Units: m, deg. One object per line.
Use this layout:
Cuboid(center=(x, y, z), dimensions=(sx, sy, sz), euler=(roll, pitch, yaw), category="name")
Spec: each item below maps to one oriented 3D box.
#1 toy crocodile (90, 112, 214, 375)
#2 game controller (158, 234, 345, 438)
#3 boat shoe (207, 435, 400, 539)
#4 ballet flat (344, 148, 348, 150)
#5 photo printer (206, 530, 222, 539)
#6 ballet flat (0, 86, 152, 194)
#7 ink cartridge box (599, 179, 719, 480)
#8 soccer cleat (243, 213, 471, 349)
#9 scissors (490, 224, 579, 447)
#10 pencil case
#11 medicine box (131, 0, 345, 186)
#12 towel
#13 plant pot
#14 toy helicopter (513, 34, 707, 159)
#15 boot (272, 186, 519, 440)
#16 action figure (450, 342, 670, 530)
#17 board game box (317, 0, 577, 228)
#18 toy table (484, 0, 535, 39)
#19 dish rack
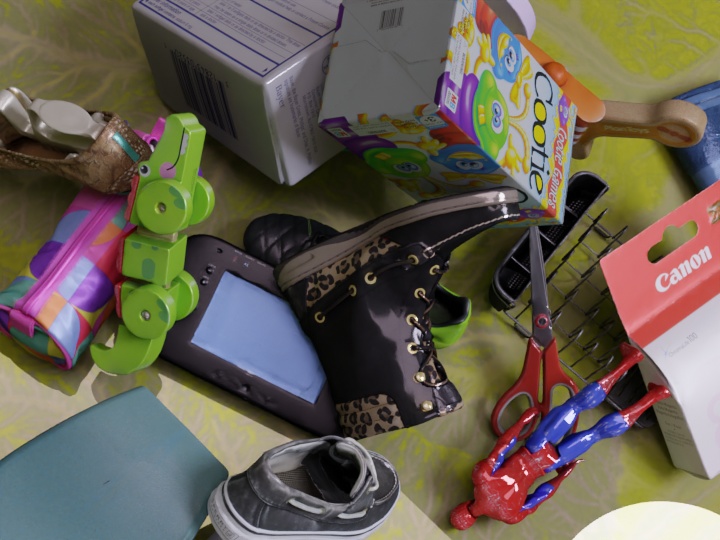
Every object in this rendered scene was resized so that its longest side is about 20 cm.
Cuboid(center=(-0.150, -0.017, 0.796), dimensions=(0.061, 0.068, 0.202), euler=(15, 107, 7), category="toy crocodile")
Cuboid(center=(-0.071, 0.053, 0.864), dimensions=(0.199, 0.042, 0.105), euler=(27, 92, -3), category="game controller")
Cuboid(center=(-0.019, 0.155, 0.778), dimensions=(0.199, 0.071, 0.072), euler=(1, 53, -58), category="boat shoe")
Cuboid(center=(0.038, -0.165, 0.981), dimensions=(0.199, 0.067, 0.067), euler=(-25, 56, -24), category="ballet flat")
Cuboid(center=(-0.048, 0.273, 0.752), dimensions=(0.198, 0.070, 0.167), euler=(16, 50, 7), category="photo printer")
Cuboid(center=(-0.244, -0.110, 0.833), dimensions=(0.198, 0.065, 0.071), euler=(12, 58, 26), category="ballet flat")
Cuboid(center=(0.301, 0.047, 0.919), dimensions=(0.162, 0.057, 0.201), euler=(-31, 111, -24), category="ink cartridge box")
Cuboid(center=(0.000, 0.000, 0.890), dimensions=(0.199, 0.081, 0.068), euler=(26, 65, -3), category="soccer cleat")
Cuboid(center=(0.155, 0.053, 0.895), dimensions=(0.072, 0.014, 0.202), euler=(8, 97, -2), category="scissors")
Cuboid(center=(-0.202, -0.023, 0.849), dimensions=(0.088, 0.088, 0.201), euler=(30, 66, -1), category="pencil case")
Cuboid(center=(-0.050, -0.193, 0.900), dimensions=(0.199, 0.103, 0.182), euler=(-36, 50, -23), category="medicine box")
Cuboid(center=(0.370, -0.086, 1.033), dimensions=(0.111, 0.049, 0.201), euler=(-18, 75, -19), category="towel")
Cuboid(center=(-0.194, 0.187, 0.746), dimensions=(0.141, 0.141, 0.200), euler=(44, 57, 5), category="plant pot")
Cuboid(center=(0.191, -0.138, 0.930), dimensions=(0.198, 0.132, 0.079), euler=(8, 63, 25), category="toy helicopter")
Cuboid(center=(0.043, 0.032, 0.807), dimensions=(0.199, 0.073, 0.152), euler=(-20, 86, 18), category="boot")
Cuboid(center=(0.152, 0.141, 0.874), dimensions=(0.199, 0.052, 0.066), euler=(-37, 99, -7), category="action figure")
Cuboid(center=(0.073, -0.115, 0.821), dimensions=(0.200, 0.104, 0.104), euler=(31, 63, -50), category="board game box")
Cuboid(center=(0.088, -0.300, 0.988), dimensions=(0.199, 0.183, 0.118), euler=(33, 74, -34), category="toy table")
Cuboid(center=(0.219, 0.030, 0.948), dimensions=(0.200, 0.055, 0.154), euler=(41, 67, 4), category="dish rack")
